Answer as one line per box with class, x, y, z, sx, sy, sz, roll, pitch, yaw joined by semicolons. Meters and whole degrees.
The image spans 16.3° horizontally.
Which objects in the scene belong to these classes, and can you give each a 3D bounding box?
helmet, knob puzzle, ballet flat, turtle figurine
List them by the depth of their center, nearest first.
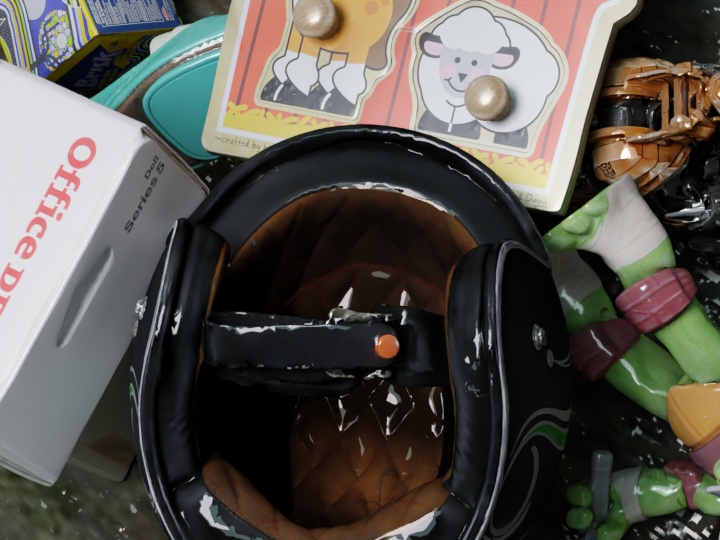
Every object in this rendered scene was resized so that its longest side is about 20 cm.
helmet;-0.003;0.045;1.029;0.198;0.191;0.202;1;100;7
turtle figurine;0.123;0.075;1.079;0.200;0.144;0.194;-38;84;1
knob puzzle;0.028;-0.137;1.103;0.218;0.030;0.222;-4;78;21
ballet flat;-0.100;-0.076;1.195;0.199;0.067;0.071;-34;43;10

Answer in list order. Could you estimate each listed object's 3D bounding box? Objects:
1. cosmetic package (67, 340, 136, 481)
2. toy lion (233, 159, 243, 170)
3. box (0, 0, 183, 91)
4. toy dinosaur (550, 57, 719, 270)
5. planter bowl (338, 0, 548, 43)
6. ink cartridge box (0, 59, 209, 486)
cosmetic package;-0.180;0.035;1.191;0.105;0.200;0.072;19;82;26
toy lion;0.000;0.000;1.213;0.190;0.069;0.202;14;80;17
box;-0.168;-0.195;1.296;0.070;0.064;0.201;-33;74;40
toy dinosaur;0.133;-0.053;1.122;0.199;0.135;0.103;16;93;55
planter bowl;0.060;-0.182;1.195;0.199;0.135;0.202;-6;73;20
ink cartridge box;-0.186;-0.020;1.052;0.199;0.084;0.146;25;81;24
